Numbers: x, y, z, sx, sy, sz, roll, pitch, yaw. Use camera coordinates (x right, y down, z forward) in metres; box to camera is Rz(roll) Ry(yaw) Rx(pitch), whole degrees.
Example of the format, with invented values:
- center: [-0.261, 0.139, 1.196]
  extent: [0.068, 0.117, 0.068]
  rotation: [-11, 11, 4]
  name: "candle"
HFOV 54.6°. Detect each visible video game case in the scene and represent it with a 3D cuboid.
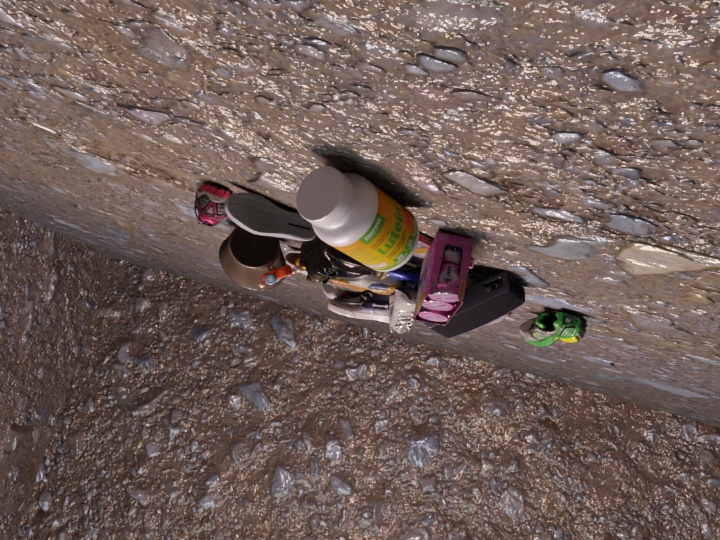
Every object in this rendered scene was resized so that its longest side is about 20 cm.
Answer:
- center: [0.102, -0.046, 1.337]
  extent: [0.199, 0.018, 0.143]
  rotation: [23, 169, -35]
  name: "video game case"

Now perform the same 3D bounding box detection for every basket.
- center: [-0.256, -0.042, 1.665]
  extent: [0.180, 0.137, 0.200]
  rotation: [29, 166, -2]
  name: "basket"

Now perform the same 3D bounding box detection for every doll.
- center: [0.136, 0.016, 1.419]
  extent: [0.199, 0.049, 0.136]
  rotation: [12, -171, -14]
  name: "doll"

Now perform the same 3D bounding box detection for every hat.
- center: [-0.017, -0.040, 1.293]
  extent: [0.200, 0.081, 0.201]
  rotation: [26, 165, 8]
  name: "hat"

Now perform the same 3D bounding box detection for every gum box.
- center: [0.146, 0.018, 1.253]
  extent: [0.066, 0.114, 0.200]
  rotation: [11, 163, 0]
  name: "gum box"

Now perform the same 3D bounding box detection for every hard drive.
- center: [0.232, 0.076, 1.423]
  extent: [0.199, 0.043, 0.135]
  rotation: [-28, 150, 20]
  name: "hard drive"

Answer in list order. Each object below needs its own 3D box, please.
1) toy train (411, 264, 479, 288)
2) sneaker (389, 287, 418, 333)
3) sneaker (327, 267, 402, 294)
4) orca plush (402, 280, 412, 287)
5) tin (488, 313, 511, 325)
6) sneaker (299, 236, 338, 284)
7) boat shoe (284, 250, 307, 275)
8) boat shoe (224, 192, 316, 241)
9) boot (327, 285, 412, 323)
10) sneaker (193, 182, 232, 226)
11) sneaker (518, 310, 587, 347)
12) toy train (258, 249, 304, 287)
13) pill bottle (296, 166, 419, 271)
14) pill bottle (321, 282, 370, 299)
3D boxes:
- center: [0.208, 0.052, 1.531]
  extent: [0.199, 0.087, 0.114]
  rotation: [15, 165, 10]
  name: "toy train"
- center: [0.098, 0.085, 1.460]
  extent: [0.074, 0.088, 0.200]
  rotation: [8, 167, -1]
  name: "sneaker"
- center: [0.000, 0.000, 1.556]
  extent: [0.199, 0.089, 0.075]
  rotation: [6, 167, 17]
  name: "sneaker"
- center: [0.180, 0.045, 1.687]
  extent: [0.199, 0.071, 0.106]
  rotation: [9, 129, -18]
  name: "orca plush"
- center: [0.302, 0.114, 1.690]
  extent: [0.111, 0.042, 0.200]
  rotation: [-15, 169, 1]
  name: "tin"
- center: [-0.046, -0.017, 1.486]
  extent: [0.198, 0.115, 0.076]
  rotation: [10, 171, 25]
  name: "sneaker"
- center: [-0.110, -0.013, 1.776]
  extent: [0.199, 0.071, 0.070]
  rotation: [19, 176, 31]
  name: "boat shoe"
- center: [-0.182, -0.096, 1.373]
  extent: [0.199, 0.074, 0.067]
  rotation: [21, 167, -30]
  name: "boat shoe"
- center: [0.029, 0.064, 1.603]
  extent: [0.199, 0.091, 0.073]
  rotation: [10, -171, -7]
  name: "boot"
- center: [-0.312, -0.124, 1.443]
  extent: [0.080, 0.075, 0.200]
  rotation: [18, 171, -8]
  name: "sneaker"
- center: [0.431, 0.123, 1.622]
  extent: [0.085, 0.078, 0.200]
  rotation: [27, 159, -17]
  name: "sneaker"
- center: [-0.156, -0.019, 1.613]
  extent: [0.149, 0.056, 0.200]
  rotation: [-21, -177, 11]
  name: "toy train"
- center: [-0.004, -0.078, 1.044]
  extent: [0.111, 0.112, 0.200]
  rotation: [10, 169, 36]
  name: "pill bottle"
- center: [0.015, 0.039, 1.696]
  extent: [0.199, 0.117, 0.116]
  rotation: [23, 169, -34]
  name: "pill bottle"
